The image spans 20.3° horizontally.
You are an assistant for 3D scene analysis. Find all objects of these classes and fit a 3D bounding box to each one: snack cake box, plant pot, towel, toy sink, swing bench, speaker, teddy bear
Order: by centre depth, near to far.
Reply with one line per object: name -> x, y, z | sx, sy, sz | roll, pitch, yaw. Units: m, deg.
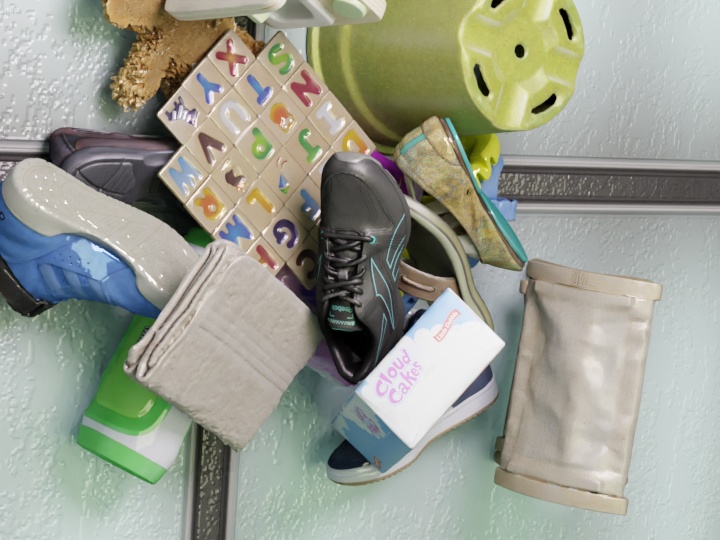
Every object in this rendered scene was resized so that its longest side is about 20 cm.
toy sink -> -0.044, -0.260, 1.587 | 0.112, 0.130, 0.201 | 38, 64, -40
towel -> -0.104, 0.060, 1.590 | 0.133, 0.034, 0.200 | -54, 149, -6
teddy bear -> -0.145, -0.188, 1.638 | 0.199, 0.067, 0.146 | 23, 93, -41
speaker -> -0.153, 0.069, 1.647 | 0.088, 0.088, 0.201 | 34, 78, -33
snack cake box -> 0.044, 0.095, 1.657 | 0.067, 0.200, 0.115 | 44, 77, 4
plant pot -> 0.085, -0.191, 1.712 | 0.199, 0.184, 0.203 | -6, 100, -33
swing bench -> 0.192, 0.098, 1.803 | 0.128, 0.200, 0.201 | 10, 92, 7

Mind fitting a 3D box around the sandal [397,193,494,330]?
sandal -> 0.054, 0.005, 1.692 | 0.057, 0.080, 0.202 | -42, 126, -19

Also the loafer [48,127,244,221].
loafer -> -0.161, -0.087, 1.638 | 0.199, 0.063, 0.072 | 4, 130, -37

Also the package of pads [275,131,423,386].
package of pads -> -0.029, -0.012, 1.728 | 0.120, 0.075, 0.202 | 24, 84, -34

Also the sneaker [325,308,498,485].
sneaker -> 0.037, 0.104, 1.794 | 0.199, 0.070, 0.109 | -31, 118, -34

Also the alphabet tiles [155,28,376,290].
alphabet tiles -> -0.073, -0.089, 1.638 | 0.200, 0.006, 0.167 | 49, 64, -24

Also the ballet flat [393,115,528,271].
ballet flat -> 0.081, -0.055, 1.708 | 0.071, 0.070, 0.200 | -54, 141, -15

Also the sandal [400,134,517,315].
sandal -> 0.079, -0.028, 1.801 | 0.200, 0.079, 0.087 | -52, 124, -14

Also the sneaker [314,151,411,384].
sneaker -> 0.000, 0.000, 1.622 | 0.079, 0.075, 0.202 | -61, 149, -51

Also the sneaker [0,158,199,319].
sneaker -> -0.216, 0.001, 1.584 | 0.199, 0.111, 0.077 | 31, 39, -26
